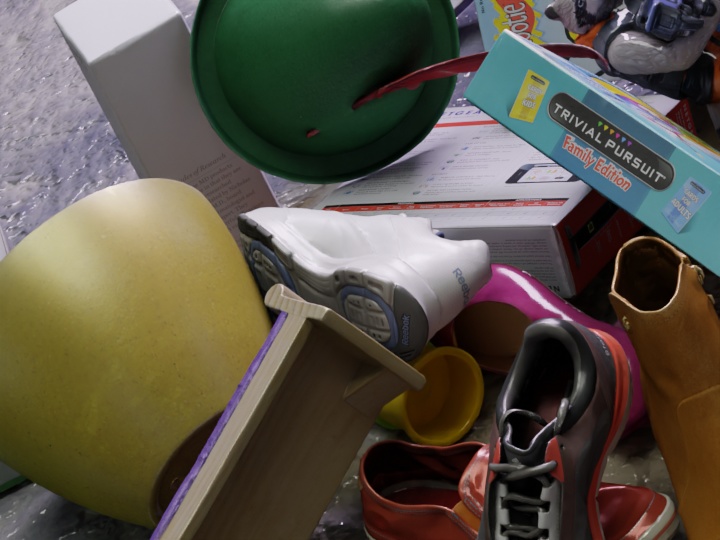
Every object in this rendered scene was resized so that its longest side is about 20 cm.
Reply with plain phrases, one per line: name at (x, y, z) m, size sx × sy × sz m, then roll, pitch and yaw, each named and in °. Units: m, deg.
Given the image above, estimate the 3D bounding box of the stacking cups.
stacking cups at (-0.009, 0.050, 1.587) m, size 0.060 × 0.061 × 0.200 m, roll -39°, pitch 33°, yaw -21°

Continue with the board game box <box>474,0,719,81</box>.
board game box at (0.177, -0.177, 1.693) m, size 0.199 × 0.105 × 0.103 m, roll -12°, pitch 4°, yaw 11°

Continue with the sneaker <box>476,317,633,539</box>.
sneaker at (0.084, 0.116, 1.329) m, size 0.077 × 0.082 × 0.201 m, roll -2°, pitch 71°, yaw 26°

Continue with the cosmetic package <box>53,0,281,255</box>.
cosmetic package at (-0.119, -0.088, 1.744) m, size 0.071 × 0.201 × 0.101 m, roll -30°, pitch 30°, yaw -6°

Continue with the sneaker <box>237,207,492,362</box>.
sneaker at (0.000, 0.000, 1.557) m, size 0.087 × 0.075 × 0.200 m, roll -29°, pitch 31°, yaw -28°

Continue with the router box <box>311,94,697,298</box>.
router box at (0.085, -0.046, 1.643) m, size 0.199 × 0.049 × 0.179 m, roll -1°, pitch 28°, yaw 37°

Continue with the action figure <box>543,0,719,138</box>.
action figure at (0.193, -0.119, 1.548) m, size 0.105 × 0.193 × 0.200 m, roll -61°, pitch -9°, yaw 21°

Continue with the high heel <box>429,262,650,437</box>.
high heel at (0.089, 0.049, 1.509) m, size 0.199 × 0.068 × 0.096 m, roll 0°, pitch 36°, yaw 37°

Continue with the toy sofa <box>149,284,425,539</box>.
toy sofa at (-0.060, 0.114, 1.439) m, size 0.097 × 0.083 × 0.201 m, roll 14°, pitch 72°, yaw 57°

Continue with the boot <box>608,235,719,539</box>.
boot at (0.173, 0.078, 1.323) m, size 0.071 × 0.144 × 0.201 m, roll -25°, pitch 31°, yaw 4°

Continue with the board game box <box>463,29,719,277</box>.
board game box at (0.173, -0.050, 1.454) m, size 0.200 × 0.151 × 0.047 m, roll 37°, pitch 101°, yaw 33°

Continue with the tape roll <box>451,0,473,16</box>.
tape roll at (0.039, -0.209, 1.837) m, size 0.200 × 0.066 × 0.200 m, roll -42°, pitch -5°, yaw -5°

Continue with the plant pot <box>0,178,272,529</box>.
plant pot at (-0.122, 0.069, 1.552) m, size 0.200 × 0.200 × 0.142 m, roll -36°, pitch 60°, yaw -16°

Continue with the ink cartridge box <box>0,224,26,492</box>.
ink cartridge box at (-0.272, 0.069, 1.737) m, size 0.145 × 0.084 × 0.200 m, roll -26°, pitch 30°, yaw 0°

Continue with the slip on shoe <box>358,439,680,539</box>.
slip on shoe at (0.077, 0.126, 1.408) m, size 0.199 × 0.061 × 0.074 m, roll 5°, pitch 41°, yaw 40°

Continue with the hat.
hat at (0.006, -0.145, 1.590) m, size 0.199 × 0.166 × 0.176 m, roll -27°, pitch 4°, yaw -11°
